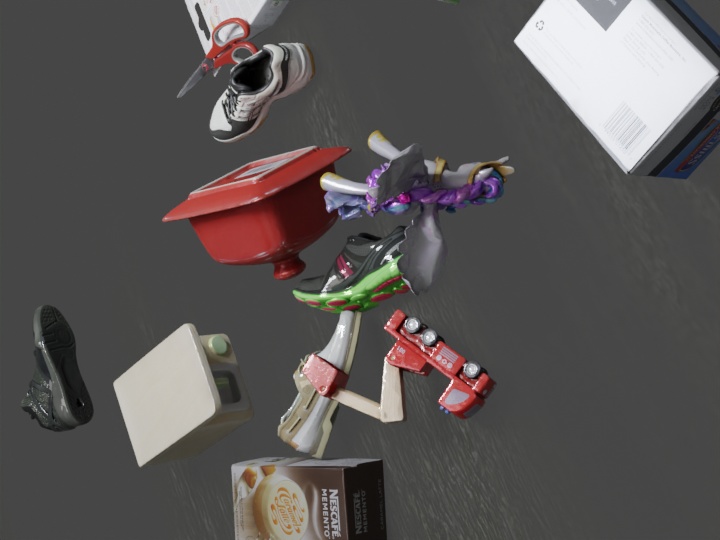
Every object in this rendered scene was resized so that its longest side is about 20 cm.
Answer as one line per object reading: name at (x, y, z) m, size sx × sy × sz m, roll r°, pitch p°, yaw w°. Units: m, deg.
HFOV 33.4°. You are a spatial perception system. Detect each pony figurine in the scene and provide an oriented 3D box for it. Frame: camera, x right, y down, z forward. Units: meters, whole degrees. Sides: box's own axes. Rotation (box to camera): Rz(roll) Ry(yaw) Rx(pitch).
pony figurine at (0.055, -0.089, 1.375) m, size 0.199 × 0.193 × 0.168 m, roll 12°, pitch 131°, yaw 38°

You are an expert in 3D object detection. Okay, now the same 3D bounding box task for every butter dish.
butter dish at (-0.112, -0.060, 1.526) m, size 0.199 × 0.199 × 0.149 m, roll -10°, pitch 107°, yaw 40°

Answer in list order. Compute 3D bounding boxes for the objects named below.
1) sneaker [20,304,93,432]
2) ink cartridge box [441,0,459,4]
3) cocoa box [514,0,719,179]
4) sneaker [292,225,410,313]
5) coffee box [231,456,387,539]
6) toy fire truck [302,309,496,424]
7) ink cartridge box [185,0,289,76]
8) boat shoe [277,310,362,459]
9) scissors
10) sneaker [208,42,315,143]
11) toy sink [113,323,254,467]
sneaker at (-0.496, 0.161, 1.892) m, size 0.113 × 0.076 × 0.201 m, roll -24°, pitch 80°, yaw 31°
ink cartridge box at (0.080, -0.428, 1.415) m, size 0.116 × 0.067 × 0.202 m, roll 23°, pitch 105°, yaw 39°
cocoa box at (0.281, -0.208, 1.206) m, size 0.134 × 0.131 × 0.201 m, roll -51°, pitch 61°, yaw 28°
sneaker at (0.000, 0.000, 1.492) m, size 0.199 × 0.076 × 0.085 m, roll -20°, pitch 60°, yaw 35°
coffee box at (-0.067, 0.300, 1.532) m, size 0.198 × 0.079 × 0.116 m, roll -8°, pitch 86°, yaw 40°
toy fire truck at (0.045, 0.128, 1.409) m, size 0.199 × 0.049 × 0.142 m, roll 36°, pitch 89°, yaw 22°
ink cartridge box at (-0.172, -0.390, 1.653) m, size 0.200 × 0.050 × 0.162 m, roll -45°, pitch 62°, yaw 51°
boat shoe at (-0.051, 0.139, 1.511) m, size 0.068 × 0.075 × 0.202 m, roll 18°, pitch 105°, yaw 2°
scissors at (-0.211, -0.295, 1.668) m, size 0.199 × 0.014 × 0.073 m, roll -12°, pitch 119°, yaw 44°
sneaker at (-0.153, -0.242, 1.598) m, size 0.200 × 0.087 × 0.076 m, roll -37°, pitch 69°, yaw 35°
toy sink at (-0.229, 0.167, 1.647) m, size 0.200 × 0.111 × 0.131 m, roll -38°, pitch 67°, yaw 39°
